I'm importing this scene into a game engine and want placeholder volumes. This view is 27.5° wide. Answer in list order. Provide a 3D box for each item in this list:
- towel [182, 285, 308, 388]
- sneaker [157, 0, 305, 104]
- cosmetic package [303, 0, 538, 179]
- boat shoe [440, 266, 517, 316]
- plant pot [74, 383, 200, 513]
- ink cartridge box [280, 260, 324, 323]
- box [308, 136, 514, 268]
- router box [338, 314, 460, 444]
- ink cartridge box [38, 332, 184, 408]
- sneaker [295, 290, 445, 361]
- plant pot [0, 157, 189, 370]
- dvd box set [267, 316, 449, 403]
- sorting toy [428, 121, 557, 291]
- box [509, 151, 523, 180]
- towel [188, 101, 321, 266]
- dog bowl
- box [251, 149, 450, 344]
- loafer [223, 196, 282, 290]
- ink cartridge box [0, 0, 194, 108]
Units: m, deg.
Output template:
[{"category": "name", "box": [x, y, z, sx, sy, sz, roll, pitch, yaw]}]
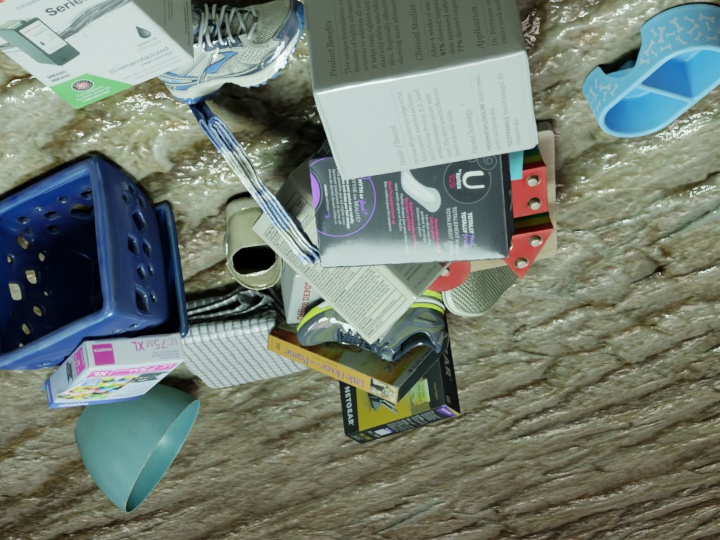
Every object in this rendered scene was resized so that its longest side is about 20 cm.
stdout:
[{"category": "towel", "box": [-0.171, 0.089, 2.050, 0.164, 0.086, 0.200, -11, 154, 12]}, {"category": "sneaker", "box": [-0.138, -0.224, 1.444, 0.199, 0.078, 0.085, -19, 141, 38]}, {"category": "cosmetic package", "box": [0.057, -0.212, 1.417, 0.198, 0.169, 0.167, -9, 153, 7]}, {"category": "boat shoe", "box": [0.145, 0.013, 1.916, 0.062, 0.075, 0.200, -2, -167, 27]}, {"category": "plant pot", "box": [-0.353, 0.246, 2.231, 0.134, 0.201, 0.200, 32, 151, 7]}, {"category": "ink cartridge box", "box": [0.000, 0.000, 1.910, 0.198, 0.084, 0.147, -3, 153, -8]}, {"category": "box", "box": [0.056, -0.079, 1.533, 0.198, 0.123, 0.106, -2, -162, 11]}, {"category": "router box", "box": [0.046, 0.121, 2.026, 0.156, 0.202, 0.052, -20, 152, 23]}, {"category": "ink cartridge box", "box": [-0.298, 0.124, 1.741, 0.118, 0.042, 0.200, -3, 164, -30]}, {"category": "sneaker", "box": [0.016, 0.076, 1.877, 0.198, 0.082, 0.074, -9, 153, 2]}, {"category": "plant pot", "box": [-0.318, 0.009, 1.742, 0.199, 0.202, 0.179, -21, 157, 27]}, {"category": "dvd box set", "box": [-0.002, 0.094, 1.943, 0.199, 0.146, 0.030, 21, 128, 23]}, {"category": "sorting toy", "box": [0.140, -0.062, 1.752, 0.198, 0.070, 0.200, -11, 133, -2]}, {"category": "box", "box": [0.149, -0.180, 1.595, 0.049, 0.083, 0.200, -8, 153, 0]}, {"category": "towel", "box": [-0.114, -0.100, 1.554, 0.024, 0.147, 0.201, -36, 113, 0]}, {"category": "dog bowl", "box": [0.329, -0.212, 1.609, 0.111, 0.050, 0.200, 10, 149, -29]}, {"category": "box", "box": [-0.005, -0.038, 1.694, 0.200, 0.109, 0.128, 45, 142, 1]}, {"category": "loafer", "box": [-0.138, -0.020, 1.856, 0.075, 0.069, 0.200, -6, 153, 0]}, {"category": "ink cartridge box", "box": [-0.268, -0.250, 1.360, 0.145, 0.085, 0.200, -18, 150, 21]}]
